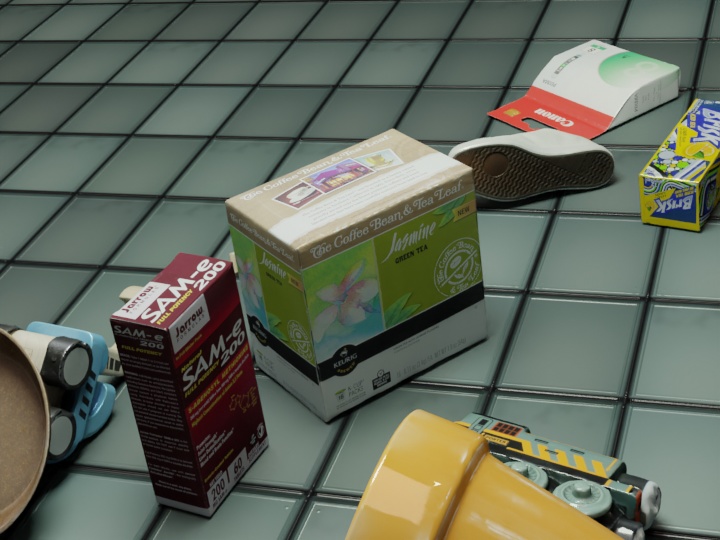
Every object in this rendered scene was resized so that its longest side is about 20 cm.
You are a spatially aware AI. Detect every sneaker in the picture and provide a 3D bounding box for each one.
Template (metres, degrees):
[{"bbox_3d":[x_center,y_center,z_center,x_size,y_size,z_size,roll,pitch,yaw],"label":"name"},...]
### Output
[{"bbox_3d":[0.190,-0.128,1.535,0.200,0.073,0.085,1,24,-14],"label":"sneaker"}]

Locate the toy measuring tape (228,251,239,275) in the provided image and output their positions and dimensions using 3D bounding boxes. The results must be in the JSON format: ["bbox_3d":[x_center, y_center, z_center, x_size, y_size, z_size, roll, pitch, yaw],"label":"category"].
[{"bbox_3d":[-0.066,0.005,1.348,0.200,0.074,0.074,3,18,-42],"label":"toy measuring tape"}]

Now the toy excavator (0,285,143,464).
[{"bbox_3d":[-0.269,0.095,1.270,0.100,0.200,0.195,8,80,25],"label":"toy excavator"}]

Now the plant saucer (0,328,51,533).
[{"bbox_3d":[-0.347,0.144,1.160,0.200,0.201,0.037,9,-4,26],"label":"plant saucer"}]

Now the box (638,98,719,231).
[{"bbox_3d":[0.383,-0.124,1.486,0.070,0.064,0.200,11,37,29],"label":"box"}]

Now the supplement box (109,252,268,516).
[{"bbox_3d":[-0.143,0.098,1.126,0.061,0.200,0.109,9,36,26],"label":"supplement box"}]

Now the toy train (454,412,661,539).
[{"bbox_3d":[0.140,0.177,1.051,0.200,0.085,0.114,12,27,29],"label":"toy train"}]

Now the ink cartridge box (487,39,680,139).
[{"bbox_3d":[0.289,-0.234,1.705,0.200,0.050,0.161,-24,35,-27],"label":"ink cartridge box"}]

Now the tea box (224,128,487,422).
[{"bbox_3d":[0.000,0.000,1.254,0.200,0.197,0.134,-26,35,-25],"label":"tea box"}]

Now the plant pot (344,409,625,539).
[{"bbox_3d":[0.090,0.220,0.904,0.183,0.200,0.200,19,38,13],"label":"plant pot"}]
